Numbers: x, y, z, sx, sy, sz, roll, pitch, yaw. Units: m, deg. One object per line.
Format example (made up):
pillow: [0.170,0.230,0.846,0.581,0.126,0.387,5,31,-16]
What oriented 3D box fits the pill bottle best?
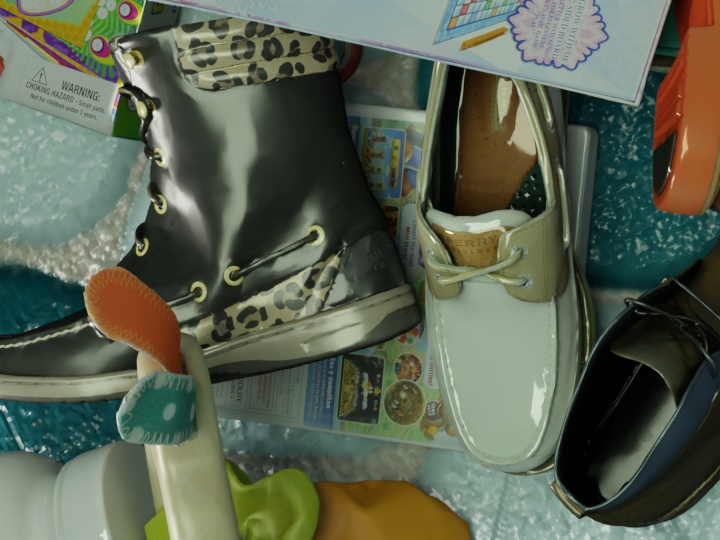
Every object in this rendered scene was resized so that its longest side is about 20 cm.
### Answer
pill bottle: [-0.175,0.147,1.265,0.199,0.112,0.113,-22,83,20]

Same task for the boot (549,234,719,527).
boot: [0.148,0.025,1.143,0.075,0.097,0.201,37,104,17]

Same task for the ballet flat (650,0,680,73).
ballet flat: [0.170,-0.104,1.152,0.199,0.062,0.068,3,74,27]

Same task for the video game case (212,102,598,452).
video game case: [0.000,0.000,1.244,0.199,0.018,0.144,7,93,22]

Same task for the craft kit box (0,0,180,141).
craft kit box: [-0.161,-0.182,1.293,0.199,0.048,0.199,18,95,20]

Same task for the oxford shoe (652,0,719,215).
oxford shoe: [0.158,-0.110,1.098,0.072,0.071,0.201,10,73,-3]

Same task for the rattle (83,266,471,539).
rattle: [-0.029,0.073,1.142,0.142,0.131,0.201,1,129,4]

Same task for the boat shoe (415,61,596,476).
boat shoe: [0.052,-0.014,1.177,0.074,0.068,0.202,-5,89,21]

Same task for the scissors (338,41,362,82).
scissors: [-0.076,-0.144,1.236,0.199,0.014,0.073,25,104,-3]

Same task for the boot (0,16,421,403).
boot: [-0.082,-0.026,1.219,0.199,0.073,0.152,-10,94,18]

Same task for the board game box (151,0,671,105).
board game box: [0.035,-0.172,1.065,0.198,0.041,0.201,12,126,-5]
